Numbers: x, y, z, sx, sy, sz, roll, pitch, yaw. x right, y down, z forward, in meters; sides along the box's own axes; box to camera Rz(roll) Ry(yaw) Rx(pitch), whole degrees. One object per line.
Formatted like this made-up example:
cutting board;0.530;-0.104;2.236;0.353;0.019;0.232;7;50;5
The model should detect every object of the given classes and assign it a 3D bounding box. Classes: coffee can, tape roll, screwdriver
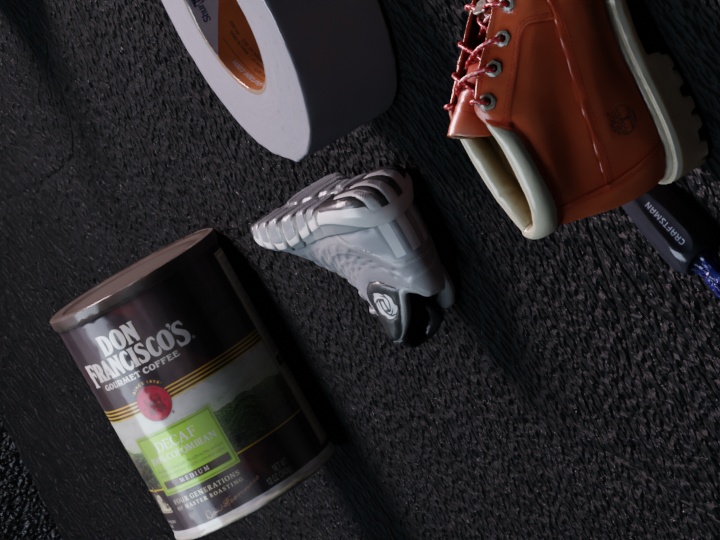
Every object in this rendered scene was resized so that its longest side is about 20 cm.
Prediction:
coffee can;-0.129;0.088;2.316;0.200;0.146;0.146;60;164;-7
tape roll;-0.060;-0.168;1.797;0.200;0.066;0.200;52;162;25
screwdriver;0.188;0.023;1.449;0.200;0.029;0.028;55;164;33

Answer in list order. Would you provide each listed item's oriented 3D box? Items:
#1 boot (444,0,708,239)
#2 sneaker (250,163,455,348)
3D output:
boot;0.075;-0.114;1.419;0.200;0.107;0.075;62;165;-3
sneaker;0.000;0.000;1.906;0.116;0.075;0.200;59;163;-9
